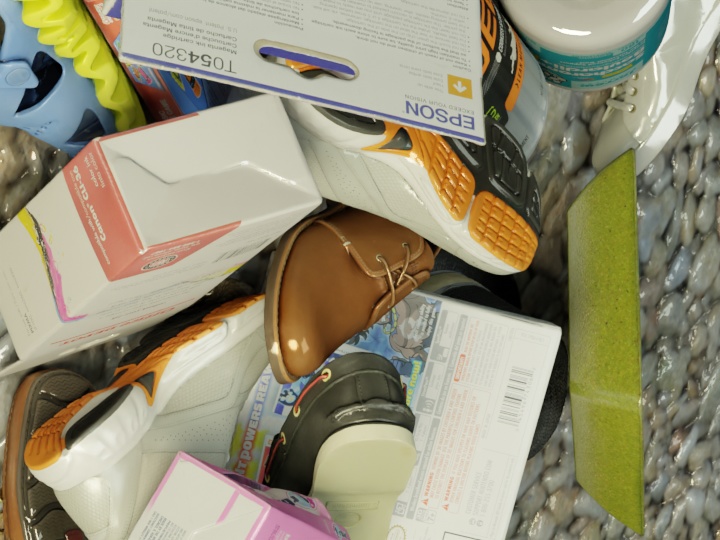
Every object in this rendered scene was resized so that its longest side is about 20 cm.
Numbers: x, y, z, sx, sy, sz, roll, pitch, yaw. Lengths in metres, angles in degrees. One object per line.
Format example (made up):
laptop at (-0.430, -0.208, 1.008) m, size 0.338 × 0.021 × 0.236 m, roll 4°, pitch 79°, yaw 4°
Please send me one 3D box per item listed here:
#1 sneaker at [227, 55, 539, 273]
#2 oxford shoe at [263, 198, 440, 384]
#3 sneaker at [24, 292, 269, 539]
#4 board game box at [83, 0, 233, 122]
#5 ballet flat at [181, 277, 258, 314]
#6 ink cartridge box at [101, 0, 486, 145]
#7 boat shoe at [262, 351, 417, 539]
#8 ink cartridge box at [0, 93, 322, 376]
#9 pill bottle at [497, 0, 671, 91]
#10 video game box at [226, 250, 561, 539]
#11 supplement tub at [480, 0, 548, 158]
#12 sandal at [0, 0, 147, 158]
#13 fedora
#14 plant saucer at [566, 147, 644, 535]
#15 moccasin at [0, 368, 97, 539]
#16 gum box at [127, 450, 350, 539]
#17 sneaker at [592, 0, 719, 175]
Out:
sneaker at (0.013, -0.061, 1.377) m, size 0.200 × 0.092 × 0.076 m, roll 38°, pitch 54°, yaw -25°
oxford shoe at (0.000, 0.000, 1.405) m, size 0.200 × 0.071 × 0.071 m, roll -54°, pitch 138°, yaw -54°
sneaker at (-0.097, 0.086, 1.362) m, size 0.200 × 0.076 × 0.092 m, roll -40°, pitch 109°, yaw -41°
board game box at (-0.097, -0.115, 1.359) m, size 0.200 × 0.019 × 0.103 m, roll 62°, pitch 23°, yaw -43°
ballet flat at (-0.113, 0.096, 1.448) m, size 0.067 × 0.046 × 0.200 m, roll -137°, pitch -110°, yaw -89°
ink cartridge box at (-0.034, -0.153, 1.284) m, size 0.196 × 0.043 × 0.200 m, roll 13°, pitch 54°, yaw -17°
boat shoe at (-0.018, 0.119, 1.412) m, size 0.074 × 0.063 × 0.201 m, roll 3°, pitch 145°, yaw -18°
ink cartridge box at (-0.122, -0.015, 1.305) m, size 0.116 × 0.200 × 0.068 m, roll -17°, pitch 79°, yaw -36°
pill bottle at (0.141, -0.175, 1.554) m, size 0.200 × 0.111 × 0.111 m, roll 46°, pitch 64°, yaw -81°
video game box at (0.008, 0.106, 1.513) m, size 0.182 × 0.047 × 0.200 m, roll 15°, pitch 93°, yaw -13°
supplement tub at (0.019, -0.133, 1.452) m, size 0.200 × 0.122 × 0.123 m, roll 44°, pitch 69°, yaw -49°
sandal at (-0.171, -0.104, 1.282) m, size 0.087 × 0.080 × 0.200 m, roll -30°, pitch 142°, yaw 2°
fedora at (0.071, 0.075, 1.613) m, size 0.201 × 0.092 × 0.201 m, roll -24°, pitch 121°, yaw -48°
plant saucer at (0.166, 0.051, 1.685) m, size 0.200 × 0.048 × 0.200 m, roll 79°, pitch 11°, yaw -59°
moccasin at (-0.167, 0.156, 1.378) m, size 0.074 × 0.078 × 0.202 m, roll -11°, pitch 94°, yaw -32°
gum box at (-0.091, 0.197, 1.305) m, size 0.200 × 0.066 × 0.113 m, roll -60°, pitch 152°, yaw -4°
sneaker at (0.195, -0.159, 1.722) m, size 0.085 × 0.073 × 0.200 m, roll 26°, pitch 89°, yaw -21°
